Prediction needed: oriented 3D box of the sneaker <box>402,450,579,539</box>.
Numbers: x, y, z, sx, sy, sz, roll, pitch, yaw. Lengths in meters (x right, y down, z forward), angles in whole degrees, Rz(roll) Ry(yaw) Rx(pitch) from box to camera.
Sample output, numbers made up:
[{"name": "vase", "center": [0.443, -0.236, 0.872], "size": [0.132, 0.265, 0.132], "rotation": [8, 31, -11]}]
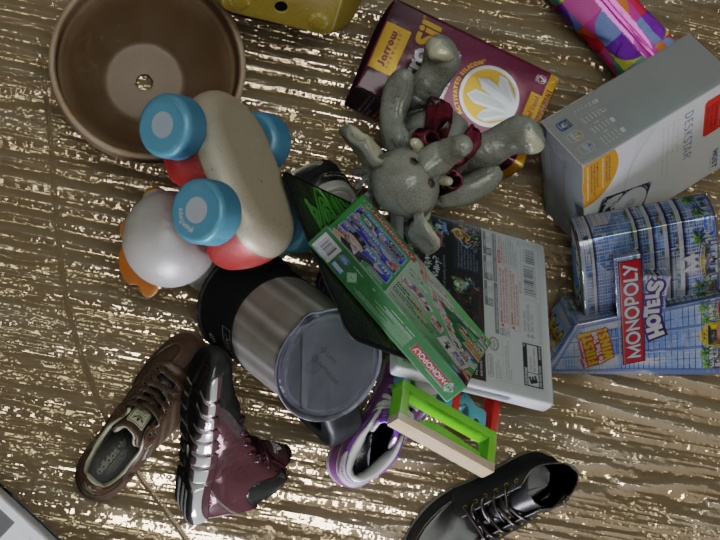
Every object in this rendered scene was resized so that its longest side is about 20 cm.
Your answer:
[{"name": "sneaker", "center": [0.132, 0.252, 1.611], "size": [0.200, 0.106, 0.075], "rotation": [-35, 91, -13]}]

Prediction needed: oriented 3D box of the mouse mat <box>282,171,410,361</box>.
[{"name": "mouse mat", "center": [0.000, 0.000, 1.511], "size": [0.008, 0.161, 0.201], "rotation": [-37, 58, 21]}]

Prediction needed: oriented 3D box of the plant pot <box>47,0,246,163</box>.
[{"name": "plant pot", "center": [-0.223, -0.206, 1.605], "size": [0.200, 0.093, 0.202], "rotation": [1, 84, -11]}]

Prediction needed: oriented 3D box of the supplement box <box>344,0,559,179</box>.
[{"name": "supplement box", "center": [0.097, -0.194, 1.667], "size": [0.199, 0.086, 0.111], "rotation": [25, 80, -7]}]

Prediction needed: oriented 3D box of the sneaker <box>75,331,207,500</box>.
[{"name": "sneaker", "center": [-0.216, 0.150, 1.573], "size": [0.070, 0.076, 0.200], "rotation": [34, 79, -5]}]

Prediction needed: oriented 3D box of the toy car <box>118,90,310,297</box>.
[{"name": "toy car", "center": [-0.176, -0.060, 1.516], "size": [0.199, 0.184, 0.178], "rotation": [-29, 75, 25]}]

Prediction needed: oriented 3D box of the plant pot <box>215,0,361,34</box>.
[{"name": "plant pot", "center": [-0.065, -0.351, 1.561], "size": [0.193, 0.196, 0.201], "rotation": [13, 47, -9]}]

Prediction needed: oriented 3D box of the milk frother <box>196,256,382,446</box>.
[{"name": "milk frother", "center": [-0.029, 0.051, 1.561], "size": [0.200, 0.188, 0.181], "rotation": [-46, 125, -8]}]

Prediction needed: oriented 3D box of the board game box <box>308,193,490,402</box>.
[{"name": "board game box", "center": [0.042, 0.023, 1.500], "size": [0.029, 0.135, 0.200], "rotation": [-40, 92, 21]}]

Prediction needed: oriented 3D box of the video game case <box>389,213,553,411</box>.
[{"name": "video game case", "center": [0.115, 0.038, 1.618], "size": [0.181, 0.023, 0.201], "rotation": [15, 55, -20]}]

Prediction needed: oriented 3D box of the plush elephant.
[{"name": "plush elephant", "center": [0.065, -0.113, 1.549], "size": [0.200, 0.155, 0.165], "rotation": [-36, 106, 18]}]

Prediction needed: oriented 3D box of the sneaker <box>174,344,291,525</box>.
[{"name": "sneaker", "center": [-0.122, 0.163, 1.574], "size": [0.115, 0.076, 0.201], "rotation": [-1, 118, -23]}]

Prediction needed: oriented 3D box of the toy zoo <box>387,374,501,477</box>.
[{"name": "toy zoo", "center": [0.095, 0.101, 1.613], "size": [0.131, 0.020, 0.201], "rotation": [31, 48, -25]}]

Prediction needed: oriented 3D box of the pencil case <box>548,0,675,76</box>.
[{"name": "pencil case", "center": [0.271, -0.286, 1.713], "size": [0.088, 0.088, 0.200], "rotation": [-43, 93, -12]}]

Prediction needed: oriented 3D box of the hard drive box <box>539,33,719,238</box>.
[{"name": "hard drive box", "center": [0.295, -0.136, 1.656], "size": [0.199, 0.156, 0.077], "rotation": [-32, 56, -12]}]

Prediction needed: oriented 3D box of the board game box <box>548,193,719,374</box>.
[{"name": "board game box", "center": [0.283, 0.034, 1.650], "size": [0.199, 0.062, 0.201], "rotation": [-12, 122, -4]}]

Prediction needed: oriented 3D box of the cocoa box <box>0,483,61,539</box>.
[{"name": "cocoa box", "center": [-0.356, 0.295, 1.501], "size": [0.200, 0.131, 0.133], "rotation": [44, 78, -3]}]

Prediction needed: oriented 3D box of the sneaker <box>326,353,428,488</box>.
[{"name": "sneaker", "center": [0.044, 0.141, 1.605], "size": [0.072, 0.114, 0.201], "rotation": [33, 77, -4]}]

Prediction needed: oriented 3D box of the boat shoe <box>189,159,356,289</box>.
[{"name": "boat shoe", "center": [-0.102, -0.050, 1.626], "size": [0.199, 0.074, 0.060], "rotation": [-32, 48, 3]}]
